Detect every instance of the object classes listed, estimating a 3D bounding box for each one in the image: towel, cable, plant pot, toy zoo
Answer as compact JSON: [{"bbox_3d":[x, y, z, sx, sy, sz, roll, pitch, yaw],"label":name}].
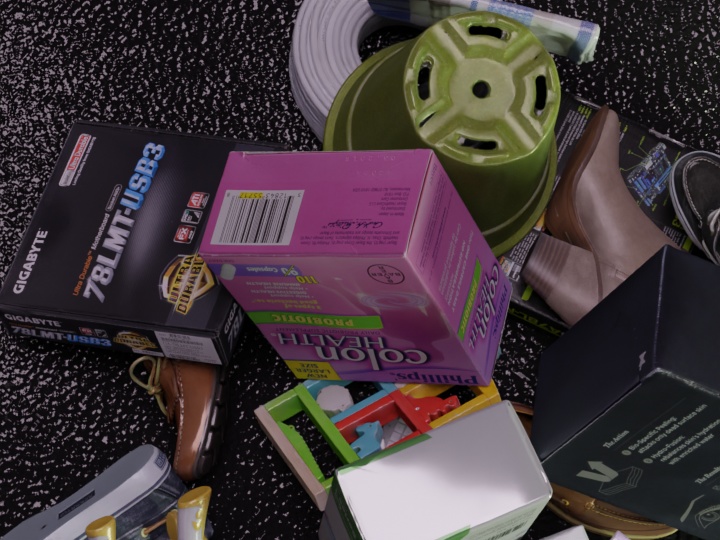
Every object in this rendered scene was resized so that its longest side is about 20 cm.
[{"bbox_3d":[0.098,-0.205,1.689,0.199,0.147,0.024,14,91,3],"label":"towel"},{"bbox_3d":[0.038,-0.183,1.786,0.199,0.069,0.201,-15,72,-7],"label":"cable"},{"bbox_3d":[0.078,-0.118,1.637,0.199,0.190,0.201,1,78,-7],"label":"plant pot"},{"bbox_3d":[0.026,0.105,1.671,0.199,0.021,0.131,-28,37,-10],"label":"toy zoo"}]

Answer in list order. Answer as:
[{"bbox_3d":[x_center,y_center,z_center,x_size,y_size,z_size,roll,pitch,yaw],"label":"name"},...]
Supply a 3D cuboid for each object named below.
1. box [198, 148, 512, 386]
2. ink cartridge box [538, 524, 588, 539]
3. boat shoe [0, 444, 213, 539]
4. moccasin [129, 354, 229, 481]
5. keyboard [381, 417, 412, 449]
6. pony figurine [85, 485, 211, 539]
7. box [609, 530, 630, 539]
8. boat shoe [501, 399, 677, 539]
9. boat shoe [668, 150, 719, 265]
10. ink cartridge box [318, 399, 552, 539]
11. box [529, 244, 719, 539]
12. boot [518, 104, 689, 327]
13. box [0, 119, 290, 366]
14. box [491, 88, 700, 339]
[{"bbox_3d":[0.000,0.000,1.618,0.175,0.200,0.097,1,60,25],"label":"box"},{"bbox_3d":[0.126,0.325,1.600,0.175,0.084,0.201,-19,71,-8],"label":"ink cartridge box"},{"bbox_3d":[-0.216,0.228,1.635,0.200,0.071,0.091,-33,108,7],"label":"boat shoe"},{"bbox_3d":[-0.147,0.074,1.688,0.077,0.074,0.202,-4,70,0],"label":"moccasin"},{"bbox_3d":[0.011,0.209,1.677,0.056,0.011,0.201,23,72,7],"label":"keyboard"},{"bbox_3d":[-0.160,0.286,1.563,0.193,0.166,0.201,-27,108,-25],"label":"pony figurine"},{"bbox_3d":[0.270,0.284,1.642,0.200,0.041,0.039,37,74,10],"label":"box"},{"bbox_3d":[0.172,0.159,1.669,0.199,0.068,0.072,23,71,6],"label":"boat shoe"},{"bbox_3d":[0.306,-0.029,1.638,0.072,0.071,0.200,-34,56,3],"label":"boat shoe"},{"bbox_3d":[0.051,0.187,1.582,0.144,0.200,0.084,-21,73,-13],"label":"ink cartridge box"},{"bbox_3d":[0.262,0.102,1.578,0.199,0.197,0.118,21,55,-16],"label":"box"},{"bbox_3d":[0.222,-0.023,1.696,0.146,0.070,0.201,27,67,-2],"label":"boot"},{"bbox_3d":[-0.173,-0.026,1.693,0.198,0.050,0.201,9,56,16],"label":"box"},{"bbox_3d":[0.187,-0.041,1.753,0.192,0.048,0.201,25,71,5],"label":"box"}]
